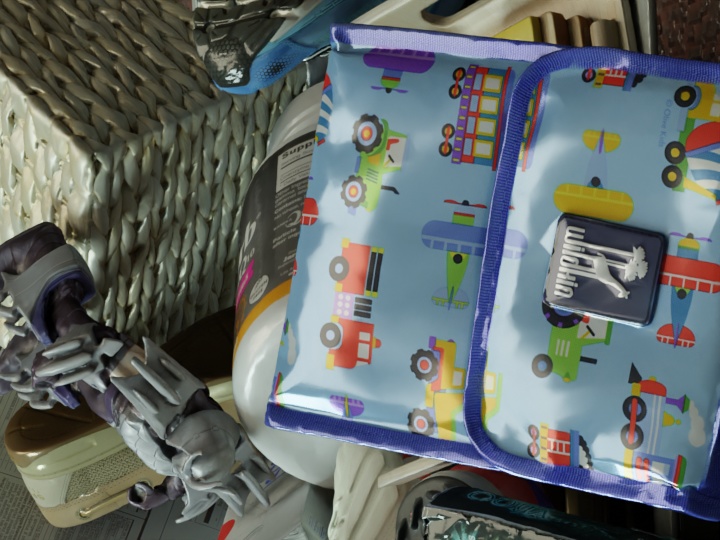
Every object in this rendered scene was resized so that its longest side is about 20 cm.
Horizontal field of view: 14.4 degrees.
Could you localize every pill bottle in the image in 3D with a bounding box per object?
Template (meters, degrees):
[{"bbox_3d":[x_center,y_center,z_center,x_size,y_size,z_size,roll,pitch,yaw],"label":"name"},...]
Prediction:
[{"bbox_3d":[0.000,0.000,1.332,0.201,0.115,0.117,-90,5,-55],"label":"pill bottle"}]

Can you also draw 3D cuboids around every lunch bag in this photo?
[{"bbox_3d":[0.076,0.000,1.003,0.199,0.094,0.152,9,89,43],"label":"lunch bag"}]

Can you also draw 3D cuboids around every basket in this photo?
[{"bbox_3d":[-0.134,-0.069,1.481,0.198,0.160,0.201,42,142,30],"label":"basket"}]

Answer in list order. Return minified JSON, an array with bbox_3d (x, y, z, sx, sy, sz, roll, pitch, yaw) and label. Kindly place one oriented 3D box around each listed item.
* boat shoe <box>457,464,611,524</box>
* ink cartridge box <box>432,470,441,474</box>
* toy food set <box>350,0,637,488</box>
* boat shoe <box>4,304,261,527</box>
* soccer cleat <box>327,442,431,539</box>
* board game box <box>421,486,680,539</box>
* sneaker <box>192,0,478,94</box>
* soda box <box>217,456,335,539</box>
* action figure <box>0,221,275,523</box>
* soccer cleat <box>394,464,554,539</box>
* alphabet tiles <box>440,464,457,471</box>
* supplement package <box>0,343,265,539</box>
[{"bbox_3d":[0.060,0.034,1.203,0.072,0.067,0.202,117,149,-72],"label":"boat shoe"},{"bbox_3d":[0.026,0.099,1.487,0.201,0.057,0.163,59,156,23],"label":"ink cartridge box"},{"bbox_3d":[0.047,-0.026,1.133,0.143,0.060,0.202,-26,64,46],"label":"toy food set"},{"bbox_3d":[-0.076,0.069,1.425,0.071,0.199,0.065,-100,-11,-60],"label":"boat shoe"},{"bbox_3d":[0.002,0.141,1.184,0.201,0.077,0.070,-103,6,-47],"label":"soccer cleat"},{"bbox_3d":[0.081,0.191,1.057,0.135,0.028,0.202,13,109,36],"label":"board game box"},{"bbox_3d":[0.005,-0.115,1.272,0.078,0.200,0.091,2,114,38],"label":"sneaker"},{"bbox_3d":[-0.025,0.130,1.340,0.064,0.068,0.200,48,-169,-8],"label":"soda box"},{"bbox_3d":[-0.112,0.057,1.317,0.200,0.069,0.131,36,157,49],"label":"action figure"},{"bbox_3d":[0.086,0.164,1.114,0.068,0.073,0.201,-36,77,36],"label":"soccer cleat"},{"bbox_3d":[0.007,0.157,1.333,0.200,0.006,0.167,-52,7,33],"label":"alphabet tiles"},{"bbox_3d":[-0.125,0.165,1.515,0.152,0.199,0.151,104,-175,-55],"label":"supplement package"}]
